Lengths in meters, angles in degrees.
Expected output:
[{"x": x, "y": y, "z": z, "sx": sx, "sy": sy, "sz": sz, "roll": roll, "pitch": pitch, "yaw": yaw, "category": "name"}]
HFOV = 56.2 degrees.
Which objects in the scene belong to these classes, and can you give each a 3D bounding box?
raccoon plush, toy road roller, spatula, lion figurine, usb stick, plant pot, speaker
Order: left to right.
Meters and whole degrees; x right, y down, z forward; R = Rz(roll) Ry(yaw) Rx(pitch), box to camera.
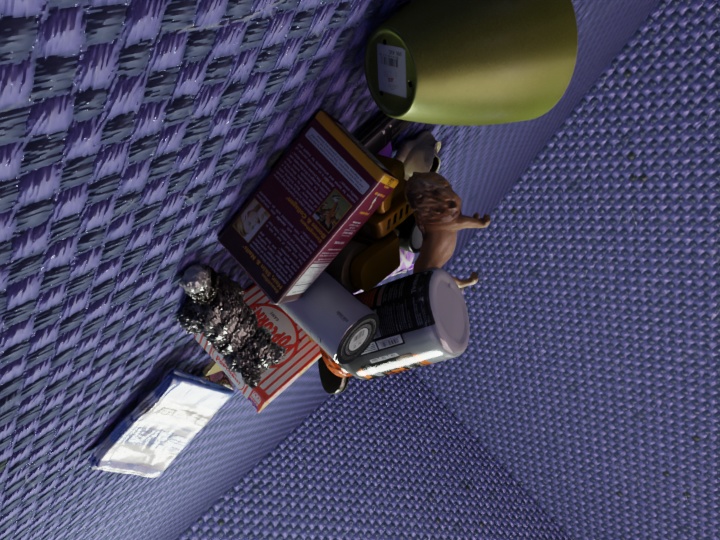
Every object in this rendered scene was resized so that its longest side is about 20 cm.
[{"x": -0.171, "y": 0.082, "z": 0.871, "sx": 0.097, "sy": 0.134, "sz": 0.200, "roll": -44, "pitch": 170, "yaw": -1, "category": "raccoon plush"}, {"x": -0.069, "y": 0.032, "z": 0.903, "sx": 0.081, "sy": 0.199, "sz": 0.082, "roll": -35, "pitch": 148, "yaw": -26, "category": "speaker"}, {"x": 0.004, "y": -0.079, "z": 0.975, "sx": 0.199, "sy": 0.121, "sz": 0.149, "roll": -39, "pitch": 134, "yaw": -36, "category": "toy road roller"}, {"x": 0.026, "y": -0.158, "z": 1.099, "sx": 0.057, "sy": 0.020, "sz": 0.200, "roll": -53, "pitch": 173, "yaw": -15, "category": "spatula"}, {"x": 0.054, "y": -0.219, "z": 0.954, "sx": 0.200, "sy": 0.033, "sz": 0.056, "roll": -44, "pitch": 163, "yaw": -16, "category": "usb stick"}, {"x": 0.111, "y": -0.035, "z": 0.962, "sx": 0.072, "sy": 0.119, "sz": 0.206, "roll": -137, "pitch": -127, "yaw": -72, "category": "lion figurine"}, {"x": 0.106, "y": -0.242, "z": 0.757, "sx": 0.197, "sy": 0.189, "sz": 0.188, "roll": -22, "pitch": 159, "yaw": -29, "category": "plant pot"}]

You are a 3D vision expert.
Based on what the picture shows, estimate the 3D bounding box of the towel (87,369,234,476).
[{"x": -0.304, "y": 0.244, "z": 1.045, "sx": 0.200, "sy": 0.024, "sz": 0.146, "roll": -46, "pitch": 143, "yaw": 7, "category": "towel"}]

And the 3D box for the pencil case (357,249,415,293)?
[{"x": 0.000, "y": 0.000, "z": 1.075, "sx": 0.198, "sy": 0.087, "sz": 0.083, "roll": -30, "pitch": -169, "yaw": -29, "category": "pencil case"}]

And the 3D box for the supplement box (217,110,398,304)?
[{"x": -0.062, "y": -0.072, "z": 0.811, "sx": 0.201, "sy": 0.110, "sz": 0.085, "roll": -48, "pitch": 170, "yaw": 12, "category": "supplement box"}]

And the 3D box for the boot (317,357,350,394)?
[{"x": 0.004, "y": 0.120, "z": 1.181, "sx": 0.072, "sy": 0.209, "sz": 0.152, "roll": -13, "pitch": 156, "yaw": 42, "category": "boot"}]

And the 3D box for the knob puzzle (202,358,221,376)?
[{"x": -0.177, "y": 0.087, "z": 1.166, "sx": 0.219, "sy": 0.030, "sz": 0.220, "roll": -45, "pitch": 169, "yaw": -11, "category": "knob puzzle"}]

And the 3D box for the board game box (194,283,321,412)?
[{"x": -0.131, "y": 0.095, "z": 1.040, "sx": 0.199, "sy": 0.152, "sz": 0.046, "roll": -39, "pitch": 171, "yaw": -37, "category": "board game box"}]

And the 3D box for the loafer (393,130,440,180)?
[{"x": 0.102, "y": -0.184, "z": 1.149, "sx": 0.076, "sy": 0.068, "sz": 0.200, "roll": -51, "pitch": 176, "yaw": 27, "category": "loafer"}]

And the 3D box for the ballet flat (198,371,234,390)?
[{"x": -0.271, "y": 0.215, "z": 1.148, "sx": 0.069, "sy": 0.071, "sz": 0.199, "roll": -48, "pitch": 170, "yaw": 16, "category": "ballet flat"}]

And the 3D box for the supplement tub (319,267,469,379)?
[{"x": 0.044, "y": 0.081, "z": 0.946, "sx": 0.197, "sy": 0.125, "sz": 0.122, "roll": -20, "pitch": -175, "yaw": 32, "category": "supplement tub"}]
